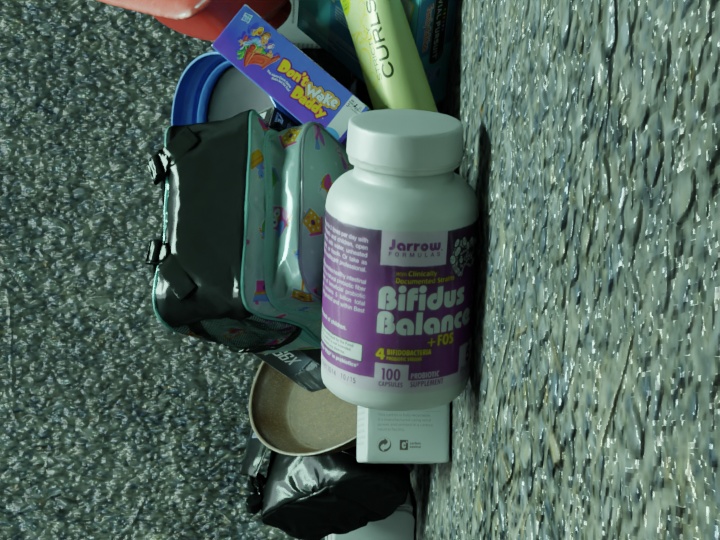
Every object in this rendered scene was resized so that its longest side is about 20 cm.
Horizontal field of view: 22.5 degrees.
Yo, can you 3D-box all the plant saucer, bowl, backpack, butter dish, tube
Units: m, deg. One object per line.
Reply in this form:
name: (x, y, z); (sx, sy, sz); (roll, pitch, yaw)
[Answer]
plant saucer: (-0.011, 0.095, 1.651); (0.037, 0.199, 0.201); (49, -156, -34)
bowl: (-0.111, -0.113, 1.735); (0.200, 0.039, 0.202); (24, 122, 45)
backpack: (-0.065, -0.023, 1.424); (0.200, 0.152, 0.177); (41, -136, -66)
butter dish: (-0.115, -0.271, 1.606); (0.200, 0.199, 0.148); (-54, -50, -14)
tube: (0.022, -0.171, 1.467); (0.052, 0.058, 0.201); (-22, -85, -74)
backpack: (-0.019, 0.150, 1.739); (0.127, 0.166, 0.201); (46, -146, -39)

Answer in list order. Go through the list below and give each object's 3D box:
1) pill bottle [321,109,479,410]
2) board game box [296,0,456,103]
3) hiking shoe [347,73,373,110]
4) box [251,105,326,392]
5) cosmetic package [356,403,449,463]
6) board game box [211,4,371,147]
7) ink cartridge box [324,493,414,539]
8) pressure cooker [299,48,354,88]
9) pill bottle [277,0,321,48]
pill bottle: (0.029, -0.010, 1.303); (0.112, 0.111, 0.202); (-98, 9, -71)
board game box: (0.014, -0.247, 1.509); (0.151, 0.047, 0.201); (42, 148, 27)
hiking shoe: (0.047, -0.236, 1.640); (0.087, 0.074, 0.202); (-1, 82, 59)
box: (-0.060, -0.019, 1.586); (0.050, 0.157, 0.201); (-19, 46, 43)
cosmetic package: (0.036, 0.061, 1.515); (0.101, 0.071, 0.202); (130, 141, -83)
board game box: (-0.045, -0.151, 1.545); (0.045, 0.134, 0.200); (-50, -6, 3)
ink cartridge box: (0.006, 0.281, 1.885); (0.200, 0.083, 0.146); (-104, 16, -78)
pressure cooker: (-0.027, -0.104, 1.832); (0.201, 0.175, 0.179); (93, 157, -51)
pill bottle: (-0.035, -0.274, 1.775); (0.113, 0.198, 0.114); (-178, 90, -86)
